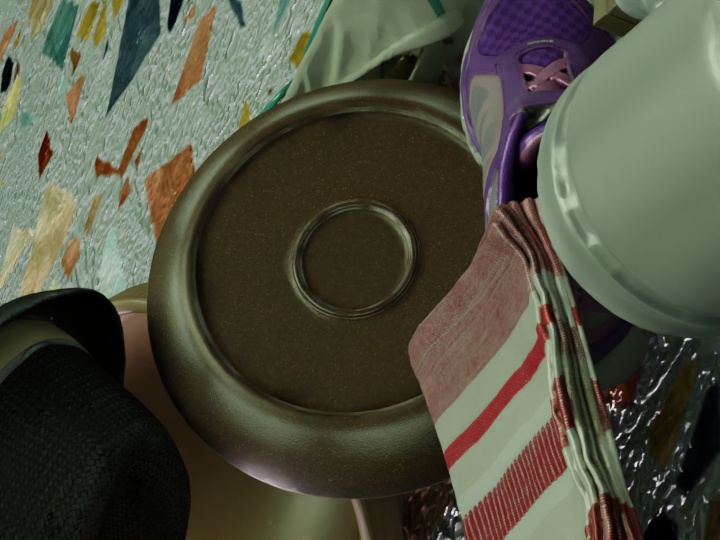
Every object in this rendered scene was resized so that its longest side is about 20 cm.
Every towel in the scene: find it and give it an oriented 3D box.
[{"bbox_3d":[0.064,0.090,0.985,0.144,0.023,0.200,118,141,-60],"label":"towel"}]

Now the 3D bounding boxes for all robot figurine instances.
[{"bbox_3d":[0.137,-0.046,0.909,0.200,0.113,0.170,-39,61,54],"label":"robot figurine"}]

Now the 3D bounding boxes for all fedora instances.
[{"bbox_3d":[-0.136,0.111,1.126,0.092,0.200,0.201,28,103,25],"label":"fedora"}]

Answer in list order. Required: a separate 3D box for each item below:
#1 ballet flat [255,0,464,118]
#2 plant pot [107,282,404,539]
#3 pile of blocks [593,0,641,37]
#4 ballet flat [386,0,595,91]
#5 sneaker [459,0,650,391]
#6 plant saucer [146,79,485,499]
[{"bbox_3d":[-0.005,-0.084,1.231,0.200,0.069,0.070,127,154,-57],"label":"ballet flat"},{"bbox_3d":[-0.048,0.086,1.234,0.093,0.201,0.201,-35,-10,-44],"label":"plant pot"},{"bbox_3d":[0.147,-0.169,1.058,0.200,0.062,0.082,-70,21,6],"label":"pile of blocks"},{"bbox_3d":[0.044,-0.101,1.246,0.076,0.064,0.200,-59,13,-30],"label":"ballet flat"},{"bbox_3d":[0.082,-0.051,1.064,0.089,0.080,0.200,79,-174,-55],"label":"sneaker"},{"bbox_3d":[0.000,0.000,1.125,0.032,0.200,0.201,66,-149,-65],"label":"plant saucer"}]
